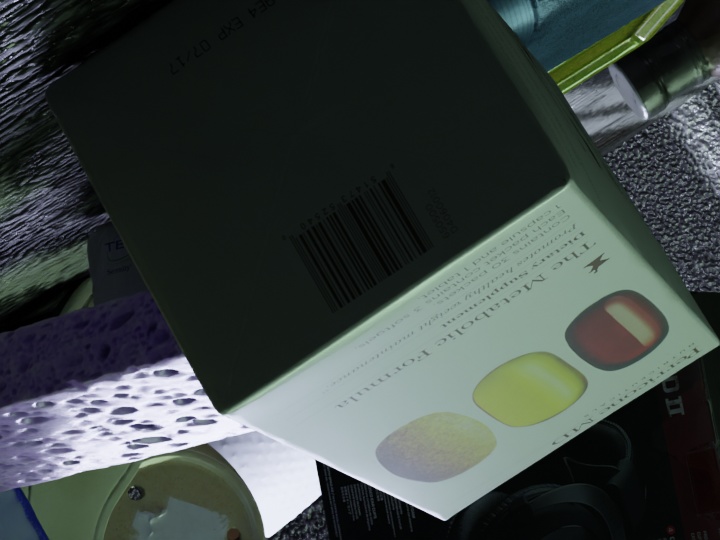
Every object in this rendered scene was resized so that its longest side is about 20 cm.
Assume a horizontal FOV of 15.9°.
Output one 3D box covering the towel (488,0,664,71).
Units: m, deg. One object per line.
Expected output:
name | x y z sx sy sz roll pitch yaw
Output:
towel | 0.037 -0.087 0.877 0.200 0.049 0.112 -31 172 -15

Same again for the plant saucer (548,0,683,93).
plant saucer | 0.062 -0.091 1.061 0.200 0.048 0.200 -33 176 -6

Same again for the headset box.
headset box | 0.089 0.096 1.049 0.200 0.149 0.077 -15 173 27

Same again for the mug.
mug | -0.076 0.136 2.499 0.175 0.148 0.200 -40 -153 0

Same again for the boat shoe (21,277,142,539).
boat shoe | -0.142 0.098 1.126 0.066 0.200 0.074 -2 167 42

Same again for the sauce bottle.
sauce bottle | 0.238 -0.159 1.511 0.200 0.065 0.065 -31 177 -5

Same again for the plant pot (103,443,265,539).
plant pot | -0.126 0.147 1.319 0.187 0.187 0.200 -31 -175 -25

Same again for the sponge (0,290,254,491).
sponge | -0.097 0.044 0.914 0.200 0.030 0.112 -16 161 22

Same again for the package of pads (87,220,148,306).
package of pads | 0.000 0.000 1.033 0.154 0.068 0.200 -12 173 25

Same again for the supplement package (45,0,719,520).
supplement package | 0.016 -0.013 0.755 0.114 0.110 0.200 -34 158 9

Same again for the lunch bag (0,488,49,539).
lunch bag | -0.209 0.157 1.028 0.200 0.170 0.127 -30 177 1
